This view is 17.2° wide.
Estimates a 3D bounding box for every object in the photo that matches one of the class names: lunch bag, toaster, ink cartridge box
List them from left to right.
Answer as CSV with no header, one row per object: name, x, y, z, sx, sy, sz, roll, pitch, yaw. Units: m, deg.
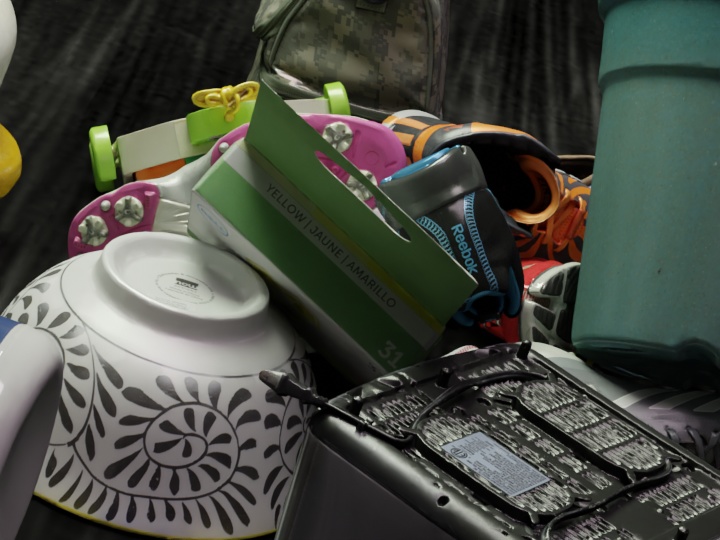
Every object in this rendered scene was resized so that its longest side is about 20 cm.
ink cartridge box,-0.019,-0.007,1.194,0.145,0.048,0.200,43,-11,3
lunch bag,-0.001,-0.163,1.615,0.139,0.169,0.200,17,24,-4
toaster,0.065,0.125,1.120,0.200,0.119,0.180,33,27,28

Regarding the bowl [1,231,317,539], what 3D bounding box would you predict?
bowl,-0.101,0.041,1.207,0.199,0.095,0.201,15,24,-7

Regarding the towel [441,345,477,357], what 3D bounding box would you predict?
towel,0.100,0.103,1.301,0.199,0.030,0.146,29,26,23

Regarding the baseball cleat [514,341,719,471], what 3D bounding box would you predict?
baseball cleat,0.151,0.098,1.251,0.199,0.070,0.107,13,26,11

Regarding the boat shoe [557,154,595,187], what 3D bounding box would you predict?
boat shoe,0.080,-0.051,1.555,0.199,0.073,0.072,-4,32,-42

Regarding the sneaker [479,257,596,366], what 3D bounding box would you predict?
sneaker,0.098,0.027,1.394,0.084,0.078,0.200,14,1,13

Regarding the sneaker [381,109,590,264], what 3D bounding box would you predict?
sneaker,0.105,-0.035,1.462,0.199,0.078,0.112,21,-3,-29

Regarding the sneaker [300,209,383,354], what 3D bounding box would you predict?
sneaker,0.000,0.000,1.397,0.088,0.081,0.200,23,25,-13

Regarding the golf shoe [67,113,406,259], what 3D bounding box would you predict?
golf shoe,-0.066,-0.042,1.343,0.199,0.076,0.092,-17,3,12

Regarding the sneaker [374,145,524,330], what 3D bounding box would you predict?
sneaker,0.049,-0.002,1.263,0.200,0.073,0.082,46,19,-78

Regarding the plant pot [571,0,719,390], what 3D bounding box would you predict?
plant pot,0.206,-0.036,1.297,0.199,0.197,0.200,13,-9,2

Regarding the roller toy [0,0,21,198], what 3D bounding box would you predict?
roller toy,-0.295,-0.117,1.342,0.199,0.140,0.183,4,39,-35

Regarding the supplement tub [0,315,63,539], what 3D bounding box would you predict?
supplement tub,-0.239,0.064,0.999,0.199,0.145,0.145,19,24,1

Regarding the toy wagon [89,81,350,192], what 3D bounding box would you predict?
toy wagon,-0.083,-0.078,1.411,0.154,0.040,0.200,-11,-2,-6
